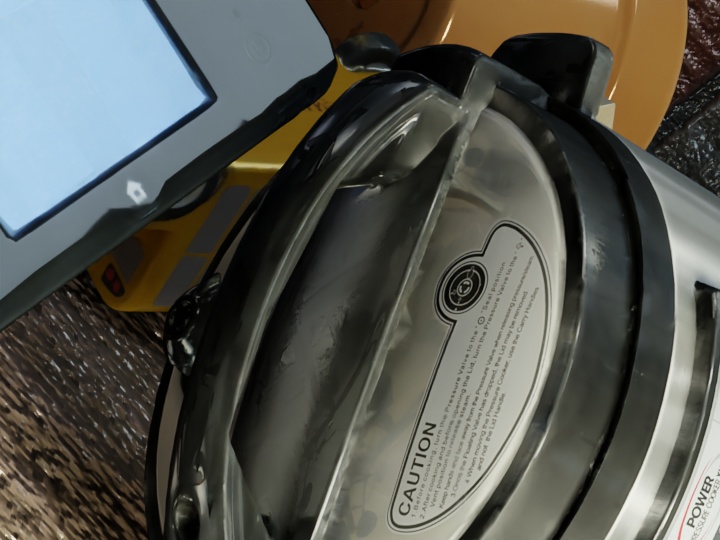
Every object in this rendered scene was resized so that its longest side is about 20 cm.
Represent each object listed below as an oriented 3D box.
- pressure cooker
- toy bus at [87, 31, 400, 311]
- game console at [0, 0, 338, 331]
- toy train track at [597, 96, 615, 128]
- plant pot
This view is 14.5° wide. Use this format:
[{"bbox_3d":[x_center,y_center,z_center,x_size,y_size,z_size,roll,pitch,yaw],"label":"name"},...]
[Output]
[{"bbox_3d":[0.038,0.049,0.747,0.200,0.179,0.176,29,34,-35],"label":"pressure cooker"},{"bbox_3d":[-0.029,-0.031,0.926,0.200,0.078,0.065,0,47,-41],"label":"toy bus"},{"bbox_3d":[-0.107,-0.084,0.737,0.177,0.031,0.200,53,45,-2],"label":"game console"},{"bbox_3d":[0.075,0.019,1.137,0.033,0.114,0.200,41,-45,47],"label":"toy train track"},{"bbox_3d":[0.050,-0.130,1.465,0.140,0.200,0.200,18,32,-44],"label":"plant pot"}]
